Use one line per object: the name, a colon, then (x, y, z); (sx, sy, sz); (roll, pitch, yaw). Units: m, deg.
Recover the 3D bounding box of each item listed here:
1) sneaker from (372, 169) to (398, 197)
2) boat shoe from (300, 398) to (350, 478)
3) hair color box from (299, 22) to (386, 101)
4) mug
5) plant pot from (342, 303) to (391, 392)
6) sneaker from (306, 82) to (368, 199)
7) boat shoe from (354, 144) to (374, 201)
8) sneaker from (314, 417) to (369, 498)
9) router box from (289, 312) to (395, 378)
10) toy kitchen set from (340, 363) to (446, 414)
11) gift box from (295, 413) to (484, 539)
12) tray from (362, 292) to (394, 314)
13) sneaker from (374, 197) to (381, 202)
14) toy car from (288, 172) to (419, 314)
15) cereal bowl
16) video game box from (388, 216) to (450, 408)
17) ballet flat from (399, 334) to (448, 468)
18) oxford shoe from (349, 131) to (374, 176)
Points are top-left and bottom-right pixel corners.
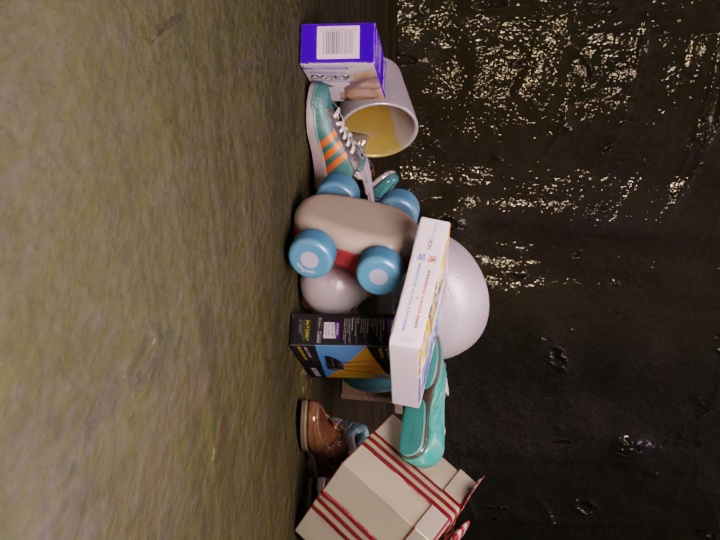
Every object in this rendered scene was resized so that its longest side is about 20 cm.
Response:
sneaker: (0.028, -0.090, 1.716); (0.077, 0.079, 0.201); (-23, 145, -49)
boat shoe: (-0.049, 0.246, 1.423); (0.201, 0.067, 0.073); (81, 12, -57)
hair color box: (-0.022, -0.308, 1.439); (0.200, 0.108, 0.066); (27, 64, -83)
mug: (0.011, -0.309, 1.792); (0.149, 0.186, 0.154); (31, 43, -44)
plant pot: (0.027, 0.071, 1.640); (0.201, 0.198, 0.189); (-81, 154, -54)
sneaker: (-0.032, -0.188, 1.447); (0.072, 0.079, 0.202); (-74, 158, -62)
boat shoe: (-0.021, -0.152, 1.549); (0.086, 0.074, 0.204); (70, 8, -59)
sneaker: (-0.026, 0.325, 1.562); (0.078, 0.085, 0.201); (82, 10, -48)
router box: (-0.013, 0.111, 1.378); (0.200, 0.147, 0.052); (71, 20, -70)
toy kitchen set: (0.039, 0.165, 1.760); (0.180, 0.198, 0.165); (3, 88, -68)
gift box: (0.055, 0.334, 1.361); (0.200, 0.186, 0.185); (-34, 160, -51)
tray: (0.000, 0.000, 1.465); (0.200, 0.022, 0.108); (-127, -148, -47)
sneaker: (0.019, -0.084, 1.617); (0.199, 0.073, 0.082); (19, -76, 51)
toy car: (-0.015, 0.002, 1.342); (0.185, 0.175, 0.201); (-71, 174, -54)
cereal bowl: (0.090, 0.046, 1.453); (0.083, 0.199, 0.202); (-25, 120, -49)
video game box: (0.078, 0.060, 1.263); (0.201, 0.046, 0.184); (84, 17, -62)
ballet flat: (0.092, 0.185, 1.349); (0.070, 0.067, 0.202); (43, 44, -42)
oxford shoe: (-0.012, -0.156, 1.702); (0.201, 0.074, 0.071); (86, 6, -45)
